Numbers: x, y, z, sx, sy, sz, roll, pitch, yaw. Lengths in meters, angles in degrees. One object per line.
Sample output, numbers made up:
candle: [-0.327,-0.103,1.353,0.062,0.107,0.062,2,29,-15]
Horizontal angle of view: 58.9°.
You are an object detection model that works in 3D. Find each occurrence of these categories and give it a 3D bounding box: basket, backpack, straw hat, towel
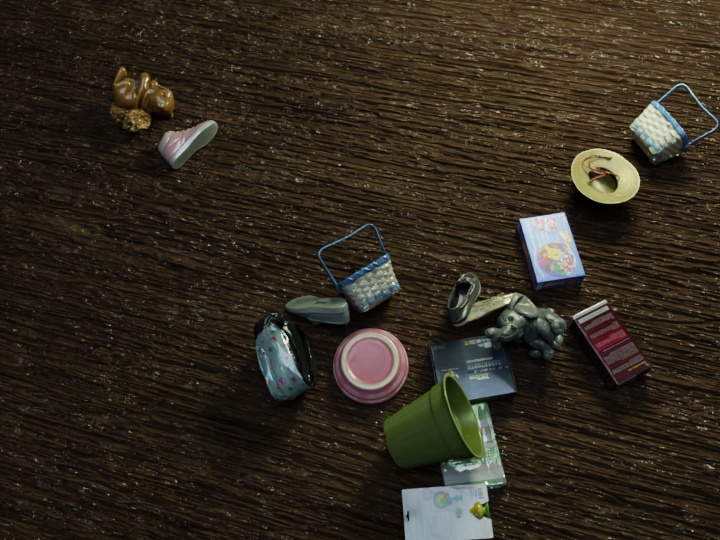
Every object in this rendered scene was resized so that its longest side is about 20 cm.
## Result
basket: [0.000,0.000,1.692,0.174,0.139,0.203,-27,93,-11]
backpack: [-0.191,0.225,1.612,0.125,0.167,0.202,-30,66,10]
straw hat: [0.688,-0.244,1.822,0.197,0.086,0.204,-1,57,2]
basket: [0.903,-0.425,1.858,0.199,0.138,0.178,-36,62,20]
towel: [0.259,0.425,1.537,0.146,0.031,0.203,-8,62,-1]

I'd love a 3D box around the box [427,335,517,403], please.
box: [0.280,0.253,1.612,0.196,0.051,0.160,-8,63,-1]

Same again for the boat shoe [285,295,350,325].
boat shoe: [-0.114,0.114,1.690,0.198,0.073,0.070,1,27,34]

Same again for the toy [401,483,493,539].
toy: [0.198,0.559,1.461,0.196,0.047,0.117,-7,62,7]

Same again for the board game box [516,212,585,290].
board game box: [0.522,-0.055,1.758,0.132,0.045,0.203,-8,63,0]

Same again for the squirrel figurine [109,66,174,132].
squirrel figurine: [-0.698,-0.526,2.050,0.184,0.142,0.203,21,79,2]

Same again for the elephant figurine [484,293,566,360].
elephant figurine: [0.404,0.132,1.605,0.197,0.155,0.144,21,86,-4]

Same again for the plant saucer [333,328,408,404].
plant saucer: [0.026,0.239,1.636,0.196,0.051,0.204,-1,63,3]

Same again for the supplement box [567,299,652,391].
supplement box: [0.629,0.189,1.616,0.107,0.061,0.202,-23,63,-7]

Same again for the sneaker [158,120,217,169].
sneaker: [-0.548,-0.419,1.997,0.104,0.076,0.200,40,76,16]

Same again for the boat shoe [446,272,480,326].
boat shoe: [0.270,0.059,1.669,0.066,0.057,0.201,-12,34,30]

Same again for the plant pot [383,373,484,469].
plant pot: [0.160,0.371,1.484,0.188,0.199,0.203,-27,61,19]

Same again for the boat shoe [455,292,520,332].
boat shoe: [0.334,0.097,1.676,0.197,0.074,0.063,-20,56,-3]
